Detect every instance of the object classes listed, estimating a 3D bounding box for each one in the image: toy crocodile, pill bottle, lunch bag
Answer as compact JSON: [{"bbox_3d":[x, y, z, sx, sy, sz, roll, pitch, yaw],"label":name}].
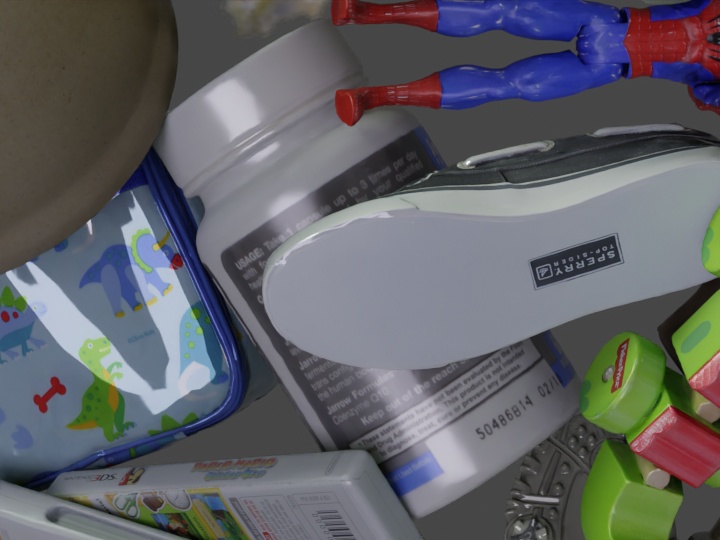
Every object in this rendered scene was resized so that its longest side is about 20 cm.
[{"bbox_3d":[0.146,0.030,0.772,0.067,0.062,0.200,30,110,-18],"label":"toy crocodile"},{"bbox_3d":[0.000,0.000,0.882,0.114,0.114,0.200,-31,91,23],"label":"pill bottle"},{"bbox_3d":[-0.148,0.017,0.958,0.200,0.082,0.161,-19,93,22],"label":"lunch bag"}]

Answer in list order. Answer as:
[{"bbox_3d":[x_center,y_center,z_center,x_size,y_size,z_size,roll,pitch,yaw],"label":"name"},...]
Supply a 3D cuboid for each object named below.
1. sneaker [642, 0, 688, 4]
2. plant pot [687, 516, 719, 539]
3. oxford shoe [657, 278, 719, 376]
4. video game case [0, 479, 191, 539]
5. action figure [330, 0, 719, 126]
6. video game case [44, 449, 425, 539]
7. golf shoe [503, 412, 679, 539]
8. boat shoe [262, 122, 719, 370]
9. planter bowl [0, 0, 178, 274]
[{"bbox_3d":[0.142,-0.176,0.759,0.105,0.200,0.075,51,147,10],"label":"sneaker"},{"bbox_3d":[0.236,0.093,0.792,0.200,0.200,0.174,20,93,14],"label":"plant pot"},{"bbox_3d":[0.186,-0.033,0.831,0.084,0.073,0.200,39,108,19],"label":"oxford shoe"},{"bbox_3d":[-0.085,0.189,0.943,0.182,0.022,0.200,13,137,25],"label":"video game case"},{"bbox_3d":[0.096,-0.089,0.806,0.199,0.099,0.065,-4,96,-11],"label":"action figure"},{"bbox_3d":[-0.025,0.162,0.913,0.182,0.023,0.200,-8,125,38],"label":"video game case"},{"bbox_3d":[0.109,0.165,0.904,0.078,0.097,0.200,-7,72,9],"label":"golf shoe"},{"bbox_3d":[0.057,-0.017,0.810,0.200,0.068,0.072,-15,118,-1],"label":"boat shoe"},{"bbox_3d":[-0.189,-0.109,0.828,0.200,0.135,0.201,-7,58,12],"label":"planter bowl"}]
